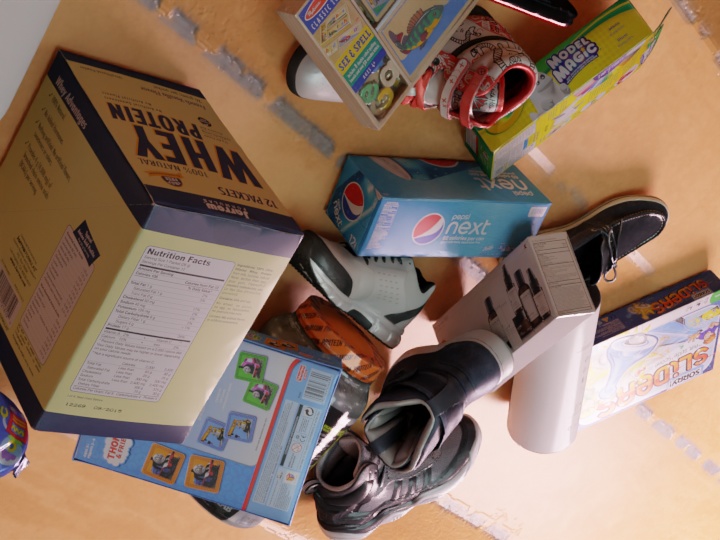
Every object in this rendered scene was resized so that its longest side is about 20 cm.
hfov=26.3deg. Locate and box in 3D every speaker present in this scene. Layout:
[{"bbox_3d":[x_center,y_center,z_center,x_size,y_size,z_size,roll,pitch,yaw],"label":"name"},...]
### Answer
[{"bbox_3d":[0.202,0.096,1.617,0.080,0.081,0.202,-18,136,-22],"label":"speaker"}]

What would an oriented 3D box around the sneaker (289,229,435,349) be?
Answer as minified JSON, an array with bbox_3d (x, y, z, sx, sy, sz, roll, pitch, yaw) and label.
[{"bbox_3d":[0.000,0.000,1.397,0.080,0.074,0.200,-47,147,4],"label":"sneaker"}]

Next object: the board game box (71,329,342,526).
[{"bbox_3d":[-0.132,0.119,1.323,0.198,0.037,0.153,18,104,-7],"label":"board game box"}]

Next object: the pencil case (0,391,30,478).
[{"bbox_3d":[-0.344,0.102,1.221,0.077,0.088,0.200,-6,145,24],"label":"pencil case"}]

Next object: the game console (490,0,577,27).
[{"bbox_3d":[0.082,-0.287,1.108,0.199,0.173,0.119,10,125,-43],"label":"game console"}]

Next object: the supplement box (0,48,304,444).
[{"bbox_3d":[-0.178,-0.016,1.145,0.133,0.200,0.201,11,121,-42],"label":"supplement box"}]

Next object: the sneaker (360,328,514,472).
[{"bbox_3d":[0.042,0.135,1.462,0.146,0.077,0.202,-41,-178,-34],"label":"sneaker"}]

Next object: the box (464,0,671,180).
[{"bbox_3d":[0.182,-0.166,1.352,0.199,0.049,0.117,-35,171,-3],"label":"box"}]

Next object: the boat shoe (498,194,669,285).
[{"bbox_3d":[0.234,-0.020,1.550,0.198,0.062,0.075,-19,134,-23],"label":"boat shoe"}]

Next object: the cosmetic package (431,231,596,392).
[{"bbox_3d":[0.140,0.045,1.462,0.050,0.083,0.200,-6,157,-28],"label":"cosmetic package"}]

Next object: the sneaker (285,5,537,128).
[{"bbox_3d":[0.047,-0.159,1.251,0.199,0.108,0.068,-14,134,-25],"label":"sneaker"}]

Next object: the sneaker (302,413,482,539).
[{"bbox_3d":[0.032,0.197,1.585,0.199,0.076,0.114,-32,142,-4],"label":"sneaker"}]

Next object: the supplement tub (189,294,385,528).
[{"bbox_3d":[-0.077,0.127,1.408,0.200,0.123,0.122,-46,139,10],"label":"supplement tub"}]

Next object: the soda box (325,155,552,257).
[{"bbox_3d":[0.072,-0.057,1.392,0.198,0.068,0.065,1,126,-36],"label":"soda box"}]

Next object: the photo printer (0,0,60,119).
[{"bbox_3d":[-0.284,-0.184,1.015,0.165,0.070,0.201,12,118,-42],"label":"photo printer"}]

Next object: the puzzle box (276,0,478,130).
[{"bbox_3d":[0.033,-0.226,1.180,0.201,0.025,0.133,-53,132,-14],"label":"puzzle box"}]

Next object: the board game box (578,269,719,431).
[{"bbox_3d":[0.315,0.091,1.729,0.198,0.035,0.136,-22,137,-18],"label":"board game box"}]
